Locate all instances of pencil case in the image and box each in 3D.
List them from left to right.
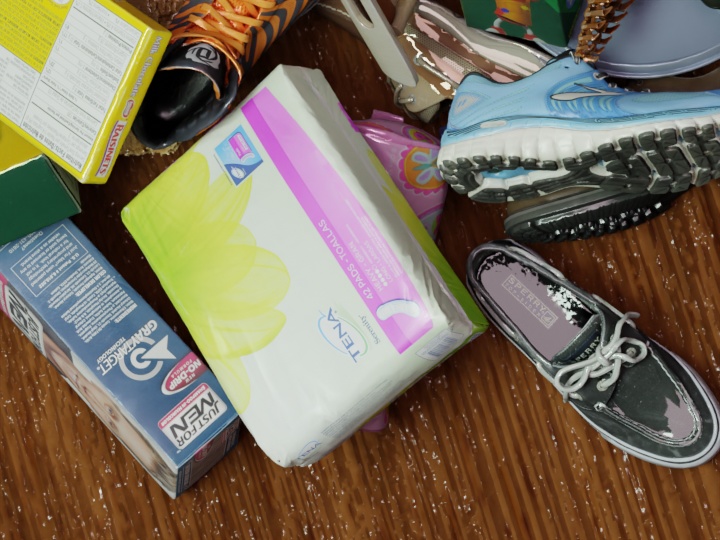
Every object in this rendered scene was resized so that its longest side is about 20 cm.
[{"bbox_3d":[0.000,0.000,1.528,0.087,0.087,0.201,13,96,9],"label":"pencil case"}]

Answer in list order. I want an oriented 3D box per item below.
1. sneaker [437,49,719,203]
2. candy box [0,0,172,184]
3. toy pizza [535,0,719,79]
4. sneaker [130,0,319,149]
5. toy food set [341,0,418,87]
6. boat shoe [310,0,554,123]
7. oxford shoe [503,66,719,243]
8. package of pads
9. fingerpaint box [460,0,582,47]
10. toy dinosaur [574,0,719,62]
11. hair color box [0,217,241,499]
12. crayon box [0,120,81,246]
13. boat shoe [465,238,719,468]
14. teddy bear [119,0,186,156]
[{"bbox_3d":[0.145,-0.100,1.467,0.199,0.078,0.090,-2,65,10],"label":"sneaker"},{"bbox_3d":[-0.203,-0.143,1.455,0.200,0.026,0.103,36,110,32],"label":"candy box"},{"bbox_3d":[0.180,-0.213,1.540,0.199,0.032,0.201,-3,72,8],"label":"toy pizza"},{"bbox_3d":[-0.073,-0.150,1.451,0.077,0.112,0.200,30,112,-7],"label":"sneaker"},{"bbox_3d":[0.034,-0.233,1.457,0.060,0.144,0.201,2,52,34],"label":"toy food set"},{"bbox_3d":[0.047,-0.131,1.547,0.199,0.076,0.072,26,92,11],"label":"boat shoe"},{"bbox_3d":[0.176,-0.078,1.530,0.199,0.073,0.085,-25,74,-2],"label":"oxford shoe"},{"bbox_3d":[-0.040,0.000,1.462,0.154,0.068,0.200,-40,73,22],"label":"package of pads"},{"bbox_3d":[0.117,-0.264,1.457,0.073,0.167,0.201,15,71,15],"label":"fingerpaint box"},{"bbox_3d":[0.204,-0.203,1.481,0.135,0.102,0.201,27,91,40],"label":"toy dinosaur"},{"bbox_3d":[-0.163,0.047,1.547,0.060,0.100,0.200,-41,81,-15],"label":"hair color box"},{"bbox_3d":[-0.275,-0.084,1.545,0.172,0.058,0.201,-23,42,8],"label":"crayon box"},{"bbox_3d":[0.147,0.050,1.520,0.074,0.068,0.199,-45,81,3],"label":"boat shoe"},{"bbox_3d":[-0.136,-0.177,1.566,0.144,0.067,0.201,-13,95,28],"label":"teddy bear"}]
